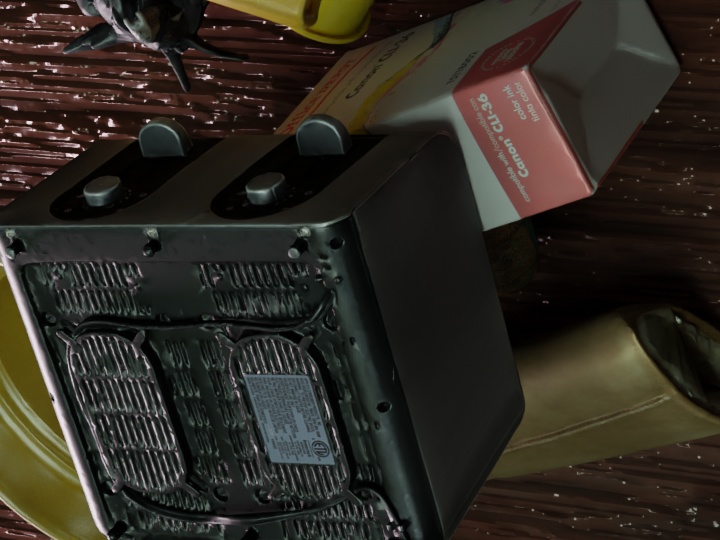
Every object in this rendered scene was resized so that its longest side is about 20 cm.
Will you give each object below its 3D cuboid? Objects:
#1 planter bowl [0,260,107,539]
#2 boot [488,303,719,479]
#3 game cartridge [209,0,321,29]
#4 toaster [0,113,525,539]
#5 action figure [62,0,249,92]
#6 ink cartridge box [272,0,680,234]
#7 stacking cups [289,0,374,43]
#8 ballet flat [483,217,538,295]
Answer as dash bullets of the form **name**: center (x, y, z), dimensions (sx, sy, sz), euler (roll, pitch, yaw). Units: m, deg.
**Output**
- **planter bowl**: center (-0.134, 0.053, 1.329), dimensions (0.200, 0.083, 0.201), euler (24, 138, 23)
- **boot**: center (0.058, 0.051, 1.211), dimensions (0.199, 0.067, 0.175), euler (-18, 150, 39)
- **game cartridge**: center (-0.090, -0.215, 1.084), dimensions (0.199, 0.032, 0.177), euler (18, 101, 11)
- **toaster**: center (-0.037, 0.036, 1.091), dimensions (0.180, 0.119, 0.201), euler (0, 120, 31)
- **action figure**: center (-0.126, -0.162, 1.174), dimensions (0.118, 0.102, 0.201), euler (-24, 107, 26)
- **ink cartridge box**: center (0.030, -0.062, 1.143), dimensions (0.199, 0.117, 0.068), euler (-19, 111, 37)
- **stacking cups**: center (0.023, -0.189, 1.107), dimensions (0.060, 0.061, 0.200), euler (37, 127, 2)
- **ballet flat**: center (0.000, 0.000, 1.242), dimensions (0.199, 0.071, 0.071), euler (-11, 115, 35)
